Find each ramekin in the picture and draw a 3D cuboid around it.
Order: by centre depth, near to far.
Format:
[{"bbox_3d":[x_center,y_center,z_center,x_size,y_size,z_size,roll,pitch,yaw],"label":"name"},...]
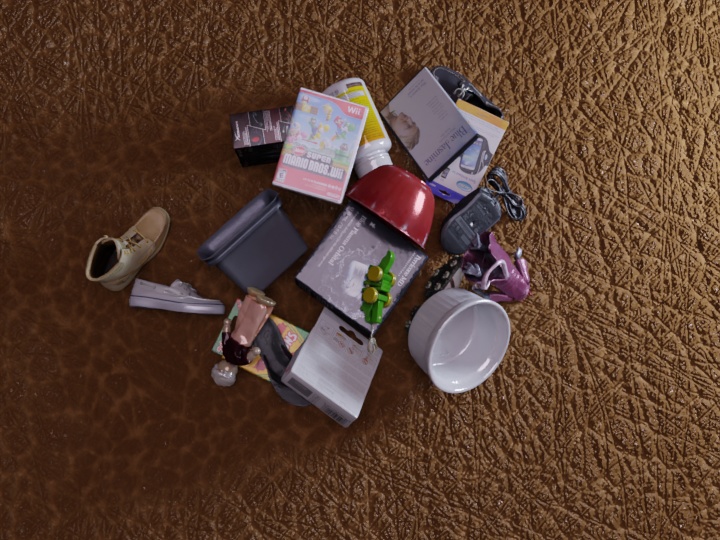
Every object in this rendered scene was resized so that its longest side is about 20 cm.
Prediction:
[{"bbox_3d":[0.190,0.132,1.499,0.199,0.098,0.202,-14,119,-26],"label":"ramekin"}]

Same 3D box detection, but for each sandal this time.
[{"bbox_3d":[-0.158,0.184,1.495,0.075,0.048,0.201,-34,84,-6],"label":"sandal"}]

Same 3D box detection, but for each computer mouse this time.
[{"bbox_3d":[0.243,-0.113,1.597,0.200,0.053,0.139,-40,115,-5],"label":"computer mouse"}]

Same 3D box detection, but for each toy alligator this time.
[{"bbox_3d":[0.023,0.058,1.455,0.054,0.059,0.202,7,82,40],"label":"toy alligator"}]

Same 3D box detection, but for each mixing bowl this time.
[{"bbox_3d":[0.073,-0.143,1.518,0.199,0.200,0.109,33,91,3],"label":"mixing bowl"}]

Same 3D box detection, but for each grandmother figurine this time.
[{"bbox_3d":[-0.233,0.139,1.481,0.060,0.121,0.201,21,100,-38],"label":"grandmother figurine"}]

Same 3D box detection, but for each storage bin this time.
[{"bbox_3d":[-0.214,-0.049,1.544,0.200,0.145,0.135,-42,113,-8],"label":"storage bin"}]

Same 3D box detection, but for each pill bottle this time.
[{"bbox_3d":[-0.005,-0.292,1.590,0.109,0.109,0.201,-23,83,-5],"label":"pill bottle"}]

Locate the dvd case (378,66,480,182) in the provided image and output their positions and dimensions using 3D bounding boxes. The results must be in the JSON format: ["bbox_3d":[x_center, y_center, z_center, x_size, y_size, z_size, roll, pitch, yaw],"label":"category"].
[{"bbox_3d":[0.141,-0.307,1.590,0.143,0.018,0.201,-42,70,22],"label":"dvd case"}]

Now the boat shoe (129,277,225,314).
[{"bbox_3d":[-0.373,0.051,1.543,0.198,0.074,0.067,6,84,-1],"label":"boat shoe"}]

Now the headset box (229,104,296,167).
[{"bbox_3d":[-0.160,-0.280,1.562,0.198,0.149,0.076,-9,84,-4],"label":"headset box"}]

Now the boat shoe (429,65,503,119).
[{"bbox_3d":[0.231,-0.380,1.634,0.200,0.063,0.073,42,81,3],"label":"boat shoe"}]

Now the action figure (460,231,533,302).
[{"bbox_3d":[0.299,0.006,1.540,0.200,0.149,0.134,36,91,-29],"label":"action figure"}]

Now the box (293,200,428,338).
[{"bbox_3d":[0.000,0.000,1.545,0.199,0.117,0.197,35,82,2],"label":"box"}]

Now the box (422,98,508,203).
[{"bbox_3d":[0.216,-0.246,1.604,0.118,0.041,0.201,26,104,2],"label":"box"}]

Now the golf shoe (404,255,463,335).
[{"bbox_3d":[0.173,0.064,1.574,0.088,0.077,0.201,32,86,-17],"label":"golf shoe"}]

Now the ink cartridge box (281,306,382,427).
[{"bbox_3d":[-0.053,0.188,1.503,0.162,0.200,0.050,37,126,-9],"label":"ink cartridge box"}]

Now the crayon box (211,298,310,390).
[{"bbox_3d":[-0.194,0.153,1.548,0.199,0.051,0.128,25,82,2],"label":"crayon box"}]

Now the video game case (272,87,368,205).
[{"bbox_3d":[-0.078,-0.243,1.479,0.142,0.017,0.202,16,84,-1],"label":"video game case"}]

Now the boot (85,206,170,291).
[{"bbox_3d":[-0.464,-0.053,1.513,0.073,0.155,0.200,37,82,3],"label":"boot"}]
